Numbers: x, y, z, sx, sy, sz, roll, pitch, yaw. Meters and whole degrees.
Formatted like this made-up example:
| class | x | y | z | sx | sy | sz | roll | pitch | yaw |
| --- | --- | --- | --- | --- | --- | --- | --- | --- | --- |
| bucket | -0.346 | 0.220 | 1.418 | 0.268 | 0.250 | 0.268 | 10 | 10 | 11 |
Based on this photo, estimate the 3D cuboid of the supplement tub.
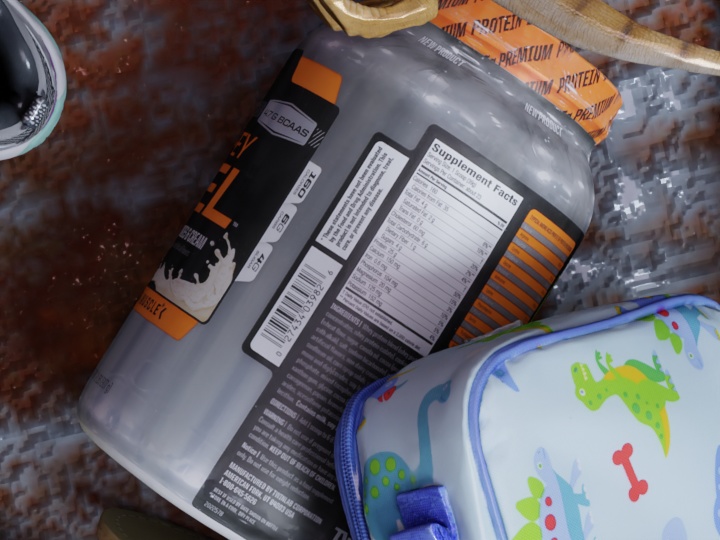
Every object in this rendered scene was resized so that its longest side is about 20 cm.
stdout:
| class | x | y | z | sx | sy | sz | roll | pitch | yaw |
| --- | --- | --- | --- | --- | --- | --- | --- | --- | --- |
| supplement tub | 0.000 | 0.000 | 0.918 | 0.122 | 0.123 | 0.201 | 33 | 87 | -8 |

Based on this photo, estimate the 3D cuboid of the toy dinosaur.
| class | x | y | z | sx | sy | sz | roll | pitch | yaw |
| --- | --- | --- | --- | --- | --- | --- | --- | --- | --- |
| toy dinosaur | 0.035 | -0.109 | 0.846 | 0.106 | 0.060 | 0.200 | -38 | 73 | -2 |

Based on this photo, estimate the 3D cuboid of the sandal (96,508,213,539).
| class | x | y | z | sx | sy | sz | roll | pitch | yaw |
| --- | --- | --- | --- | --- | --- | --- | --- | --- | --- |
| sandal | -0.011 | 0.163 | 0.947 | 0.210 | 0.078 | 0.070 | 24 | 100 | -4 |

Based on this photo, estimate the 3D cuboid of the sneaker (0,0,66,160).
| class | x | y | z | sx | sy | sz | roll | pitch | yaw |
| --- | --- | --- | --- | --- | --- | --- | --- | --- | --- |
| sneaker | -0.185 | -0.105 | 0.880 | 0.199 | 0.140 | 0.078 | 28 | 89 | -8 |

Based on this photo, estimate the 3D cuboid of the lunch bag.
| class | x | y | z | sx | sy | sz | roll | pitch | yaw |
| --- | --- | --- | --- | --- | --- | --- | --- | --- | --- |
| lunch bag | 0.078 | 0.113 | 0.846 | 0.160 | 0.082 | 0.201 | -15 | 87 | -46 |
